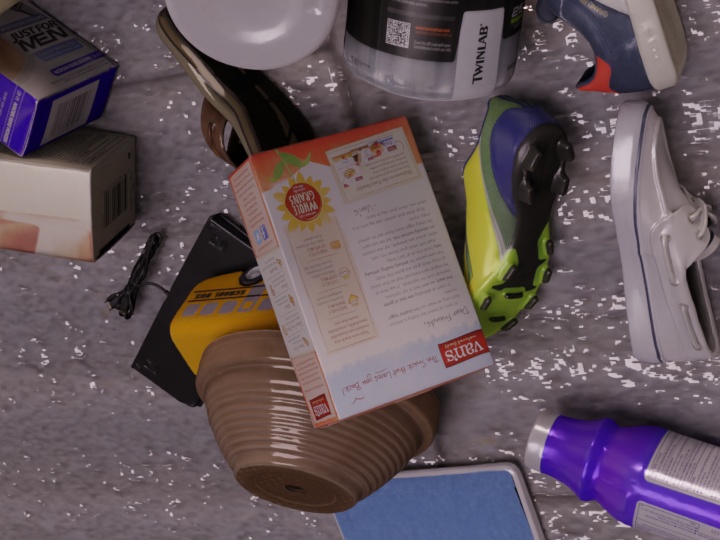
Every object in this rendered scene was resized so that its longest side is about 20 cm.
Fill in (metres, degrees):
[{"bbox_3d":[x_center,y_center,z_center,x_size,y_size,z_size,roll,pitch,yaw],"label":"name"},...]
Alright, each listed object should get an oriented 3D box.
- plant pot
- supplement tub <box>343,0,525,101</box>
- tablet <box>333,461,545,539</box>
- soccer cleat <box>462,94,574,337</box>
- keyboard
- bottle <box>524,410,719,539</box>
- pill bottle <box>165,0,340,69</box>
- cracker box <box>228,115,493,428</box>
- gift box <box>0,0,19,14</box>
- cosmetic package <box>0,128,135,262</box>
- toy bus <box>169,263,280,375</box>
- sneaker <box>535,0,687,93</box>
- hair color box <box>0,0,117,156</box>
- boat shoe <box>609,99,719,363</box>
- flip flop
[{"bbox_3d":[-0.041,0.133,1.107,0.200,0.093,0.201,10,152,5],"label":"plant pot"},{"bbox_3d":[0.055,-0.225,0.921,0.122,0.123,0.201,18,121,22],"label":"supplement tub"},{"bbox_3d":[0.067,0.230,1.201,0.199,0.014,0.131,-10,108,34],"label":"tablet"},{"bbox_3d":[0.104,-0.038,1.033,0.084,0.064,0.201,48,139,40],"label":"soccer cleat"},{"bbox_3d":[-0.157,0.026,1.231,0.127,0.021,0.200,35,125,3],"label":"keyboard"},{"bbox_3d":[0.222,0.157,1.030,0.199,0.084,0.066,17,121,22],"label":"bottle"},{"bbox_3d":[-0.061,-0.236,0.923,0.114,0.201,0.115,3,134,3],"label":"pill bottle"},{"bbox_3d":[0.000,0.000,1.020,0.058,0.133,0.201,-31,77,64],"label":"cracker box"},{"bbox_3d":[-0.329,-0.293,1.078,0.184,0.187,0.201,20,136,19],"label":"gift box"},{"bbox_3d":[-0.303,-0.075,1.187,0.199,0.103,0.088,9,115,11],"label":"cosmetic package"},{"bbox_3d":[-0.053,0.038,1.130,0.199,0.078,0.065,-6,126,32],"label":"toy bus"},{"bbox_3d":[0.148,-0.208,0.904,0.084,0.075,0.201,-9,108,29],"label":"sneaker"},{"bbox_3d":[-0.319,-0.190,1.166,0.200,0.109,0.065,34,125,11],"label":"hair color box"},{"bbox_3d":[0.217,-0.026,0.962,0.065,0.074,0.201,1,123,25],"label":"boat shoe"},{"bbox_3d":[-0.100,-0.122,1.088,0.058,0.081,0.200,-40,85,33],"label":"flip flop"}]
